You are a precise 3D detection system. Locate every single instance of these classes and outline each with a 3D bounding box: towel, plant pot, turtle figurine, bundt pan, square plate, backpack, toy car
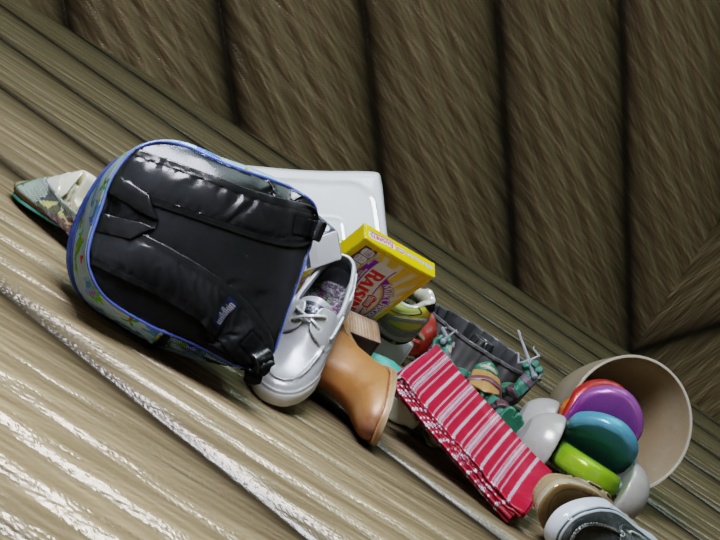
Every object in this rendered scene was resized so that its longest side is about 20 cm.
[{"bbox_3d":[0.123,0.172,1.532,0.200,0.022,0.145,49,25,7],"label":"towel"},{"bbox_3d":[0.345,0.209,2.026,0.187,0.188,0.200,31,-7,-11],"label":"plant pot"},{"bbox_3d":[0.165,0.147,1.864,0.149,0.101,0.200,5,23,4],"label":"turtle figurine"},{"bbox_3d":[0.159,0.130,2.046,0.201,0.076,0.202,33,7,-4],"label":"bundt pan"},{"bbox_3d":[-0.047,-0.031,1.661,0.197,0.201,0.028,1,-20,-27],"label":"square plate"},{"bbox_3d":[-0.163,-0.017,1.296,0.199,0.184,0.147,25,-11,-24],"label":"backpack"},{"bbox_3d":[0.296,0.212,1.798,0.175,0.150,0.200,33,7,-1],"label":"toy car"}]

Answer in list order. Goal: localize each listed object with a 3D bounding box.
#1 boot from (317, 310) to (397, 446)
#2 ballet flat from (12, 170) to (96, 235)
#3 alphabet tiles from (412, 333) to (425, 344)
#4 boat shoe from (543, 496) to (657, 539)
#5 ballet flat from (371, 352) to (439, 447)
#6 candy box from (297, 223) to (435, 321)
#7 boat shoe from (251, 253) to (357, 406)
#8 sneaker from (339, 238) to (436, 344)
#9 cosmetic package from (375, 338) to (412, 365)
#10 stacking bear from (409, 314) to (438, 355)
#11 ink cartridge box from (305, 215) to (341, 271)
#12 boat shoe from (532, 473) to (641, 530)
[{"bbox_3d":[-0.050,0.098,1.458,0.154,0.074,0.200,16,26,-19],"label":"boot"},{"bbox_3d":[-0.282,-0.058,1.450,0.200,0.071,0.069,38,10,38],"label":"ballet flat"},{"bbox_3d":[-0.017,0.042,1.817,0.199,0.006,0.167,16,-22,35],"label":"alphabet tiles"},{"bbox_3d":[0.274,0.293,1.482,0.199,0.072,0.071,25,13,-39],"label":"boat shoe"},{"bbox_3d":[0.067,0.160,1.578,0.199,0.067,0.071,29,32,-22],"label":"ballet flat"},{"bbox_3d":[-0.021,0.029,1.551,0.102,0.200,0.027,27,42,-31],"label":"candy box"},{"bbox_3d":[-0.049,0.054,1.403,0.072,0.069,0.200,26,39,11],"label":"boat shoe"},{"bbox_3d":[0.000,0.000,1.602,0.199,0.076,0.076,33,40,-16],"label":"sneaker"},{"bbox_3d":[-0.041,0.056,1.716,0.199,0.074,0.102,34,6,-10],"label":"cosmetic package"},{"bbox_3d":[0.022,0.043,1.953,0.200,0.114,0.121,41,10,25],"label":"stacking bear"},{"bbox_3d":[-0.129,-0.014,1.440,0.199,0.039,0.099,-21,32,-20],"label":"ink cartridge box"},{"bbox_3d":[0.232,0.259,1.533,0.200,0.074,0.069,39,6,-47],"label":"boat shoe"}]
